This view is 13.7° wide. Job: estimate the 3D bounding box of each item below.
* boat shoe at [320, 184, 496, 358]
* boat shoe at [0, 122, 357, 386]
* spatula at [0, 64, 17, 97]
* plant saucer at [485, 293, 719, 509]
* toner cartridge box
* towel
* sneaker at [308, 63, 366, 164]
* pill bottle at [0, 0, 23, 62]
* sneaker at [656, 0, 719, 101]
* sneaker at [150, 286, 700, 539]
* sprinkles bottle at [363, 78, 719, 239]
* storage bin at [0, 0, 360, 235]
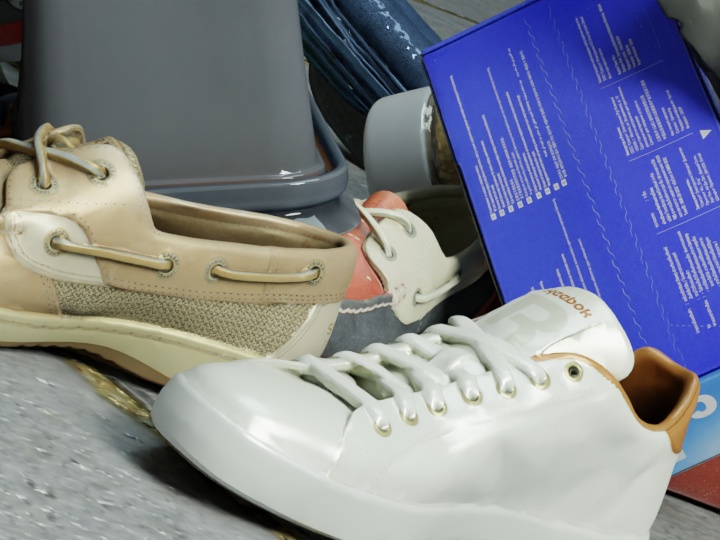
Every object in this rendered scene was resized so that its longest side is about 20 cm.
[{"bbox_3d":[0.000,0.000,1.059,0.071,0.063,0.200,31,13,20],"label":"boat shoe"},{"bbox_3d":[-0.092,-0.014,0.890,0.200,0.065,0.071,19,12,-35],"label":"boat shoe"},{"bbox_3d":[-0.148,-0.083,1.232,0.056,0.021,0.200,13,16,-29],"label":"spatula"},{"bbox_3d":[0.140,0.058,1.180,0.199,0.037,0.200,21,10,-23],"label":"plant saucer"},{"bbox_3d":[0.091,-0.019,1.057,0.043,0.095,0.200,53,16,-45],"label":"toner cartridge box"},{"bbox_3d":[0.039,-0.060,1.329,0.200,0.049,0.112,48,9,5],"label":"towel"},{"bbox_3d":[0.068,-0.060,1.529,0.201,0.067,0.108,36,13,32],"label":"sneaker"},{"bbox_3d":[-0.153,-0.190,1.156,0.116,0.116,0.200,37,-24,50],"label":"pill bottle"},{"bbox_3d":[0.167,-0.057,1.038,0.200,0.079,0.075,63,13,0],"label":"sneaker"},{"bbox_3d":[0.024,0.035,0.876,0.200,0.085,0.073,12,18,-48],"label":"sneaker"},{"bbox_3d":[0.103,-0.053,1.154,0.200,0.068,0.068,-11,-3,21],"label":"sprinkles bottle"},{"bbox_3d":[-0.081,-0.093,1.035,0.145,0.134,0.200,-3,13,-5],"label":"storage bin"}]
